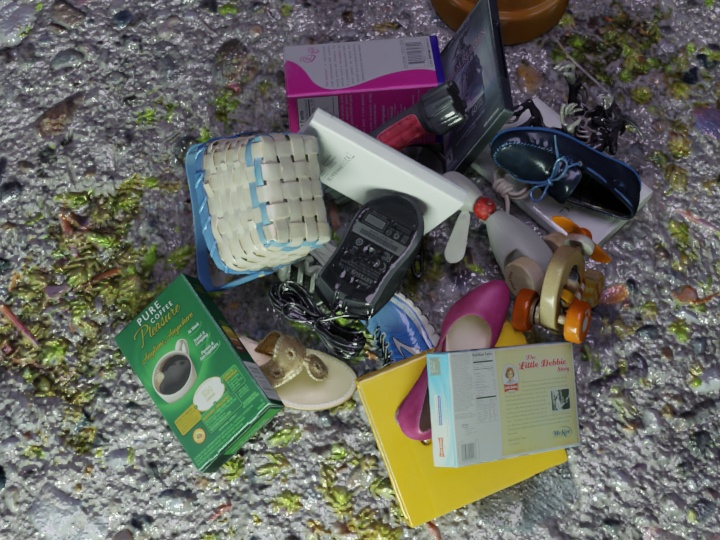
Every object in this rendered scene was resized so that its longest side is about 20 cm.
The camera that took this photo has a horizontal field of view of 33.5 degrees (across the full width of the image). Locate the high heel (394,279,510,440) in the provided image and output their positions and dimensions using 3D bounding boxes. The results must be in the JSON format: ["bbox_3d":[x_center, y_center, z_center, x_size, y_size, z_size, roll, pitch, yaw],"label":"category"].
[{"bbox_3d":[0.105,0.093,1.279,0.067,0.096,0.200,42,82,-7],"label":"high heel"}]

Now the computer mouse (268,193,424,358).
[{"bbox_3d":[0.000,0.000,1.389,0.138,0.053,0.200,34,77,23],"label":"computer mouse"}]

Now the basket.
[{"bbox_3d":[-0.131,-0.071,1.374,0.139,0.199,0.178,-6,88,-48],"label":"basket"}]

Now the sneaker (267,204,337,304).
[{"bbox_3d":[-0.099,-0.042,1.476,0.200,0.075,0.081,38,57,14],"label":"sneaker"}]

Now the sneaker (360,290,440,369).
[{"bbox_3d":[0.049,0.097,1.395,0.089,0.079,0.200,-39,69,-20],"label":"sneaker"}]

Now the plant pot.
[{"bbox_3d":[0.194,-0.439,1.602,0.198,0.184,0.202,0,63,1],"label":"plant pot"}]

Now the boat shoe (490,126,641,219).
[{"bbox_3d":[0.253,-0.118,1.445,0.199,0.084,0.069,14,51,-8],"label":"boat shoe"}]

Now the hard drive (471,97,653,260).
[{"bbox_3d":[0.254,-0.119,1.530,0.132,0.026,0.200,-41,70,-18],"label":"hard drive"}]

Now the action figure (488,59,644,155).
[{"bbox_3d":[0.254,-0.193,1.493,0.198,0.103,0.119,-5,41,1],"label":"action figure"}]

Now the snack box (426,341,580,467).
[{"bbox_3d":[0.156,0.139,1.275,0.199,0.037,0.117,-1,86,-41],"label":"snack box"}]

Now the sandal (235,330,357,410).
[{"bbox_3d":[-0.107,0.103,1.396,0.210,0.070,0.078,16,65,8],"label":"sandal"}]

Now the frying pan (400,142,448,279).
[{"bbox_3d":[0.055,-0.090,1.518,0.114,0.031,0.191,18,62,10],"label":"frying pan"}]

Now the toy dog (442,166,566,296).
[{"bbox_3d":[0.170,-0.030,1.456,0.131,0.097,0.201,-9,50,-24],"label":"toy dog"}]

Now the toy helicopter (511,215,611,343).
[{"bbox_3d":[0.246,0.009,1.377,0.078,0.200,0.133,12,93,25],"label":"toy helicopter"}]

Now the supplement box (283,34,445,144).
[{"bbox_3d":[0.004,-0.225,1.532,0.198,0.104,0.102,-3,48,-2],"label":"supplement box"}]

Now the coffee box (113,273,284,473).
[{"bbox_3d":[-0.187,0.116,1.379,0.123,0.044,0.200,-44,67,12],"label":"coffee box"}]

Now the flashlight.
[{"bbox_3d":[0.040,-0.155,1.475,0.199,0.068,0.068,-28,94,24],"label":"flashlight"}]

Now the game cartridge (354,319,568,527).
[{"bbox_3d":[0.114,0.168,1.345,0.199,0.032,0.177,-21,93,-11],"label":"game cartridge"}]

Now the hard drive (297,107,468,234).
[{"bbox_3d":[0.014,-0.113,1.411,0.199,0.132,0.027,28,68,-11],"label":"hard drive"}]

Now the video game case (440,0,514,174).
[{"bbox_3d":[0.141,-0.234,1.517,0.019,0.143,0.201,12,54,-23],"label":"video game case"}]
